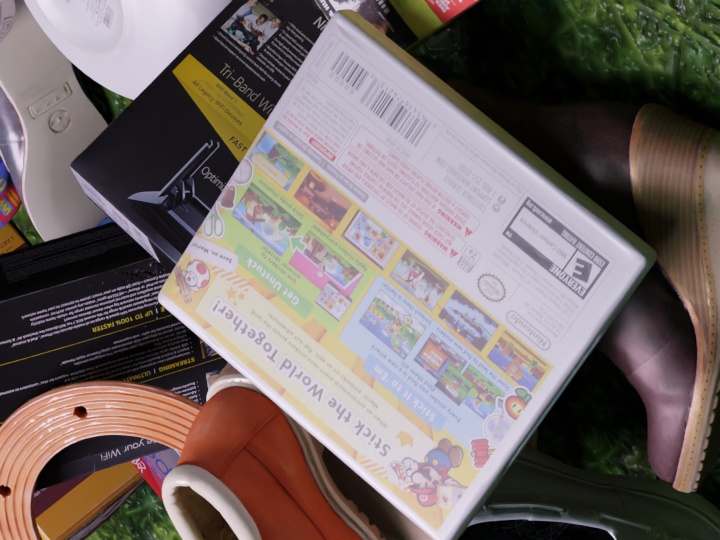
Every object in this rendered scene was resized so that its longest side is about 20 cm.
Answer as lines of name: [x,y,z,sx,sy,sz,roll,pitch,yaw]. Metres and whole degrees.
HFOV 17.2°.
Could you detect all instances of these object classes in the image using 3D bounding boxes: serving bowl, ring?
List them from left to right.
serving bowl: [-0.142,-0.175,1.362,0.200,0.066,0.201,30,141,28]
ring: [-0.133,0.148,1.425,0.199,0.019,0.201,6,122,10]

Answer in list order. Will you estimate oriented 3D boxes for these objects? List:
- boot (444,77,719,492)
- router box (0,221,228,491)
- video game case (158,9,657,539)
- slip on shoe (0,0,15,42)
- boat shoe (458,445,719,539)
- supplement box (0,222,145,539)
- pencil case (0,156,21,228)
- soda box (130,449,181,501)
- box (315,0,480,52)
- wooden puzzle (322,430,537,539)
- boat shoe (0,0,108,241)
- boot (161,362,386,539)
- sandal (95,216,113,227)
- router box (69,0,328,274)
boot: [0.112,0.006,1.193,0.165,0.072,0.201,12,117,21]
router box: [-0.143,0.044,1.446,0.051,0.199,0.150,-122,20,-50]
video game case: [0.018,0.003,1.170,0.200,0.023,0.182,39,110,15]
slip on shoe: [-0.285,-0.208,1.409,0.076,0.061,0.200,-40,81,31]
boat shoe: [0.120,0.147,1.253,0.200,0.072,0.070,20,127,-26]
supplement box: [-0.264,0.113,1.709,0.200,0.133,0.197,50,146,4]
pencil case: [-0.279,-0.088,1.519,0.078,0.087,0.200,51,177,25]
soda box: [-0.106,0.117,1.582,0.200,0.070,0.063,51,146,3]
box: [0.047,-0.166,1.160,0.075,0.050,0.200,56,146,-4]
wooden puzzle: [0.020,0.101,1.340,0.184,0.037,0.201,24,136,24]
boat shoe: [-0.207,-0.099,1.505,0.062,0.071,0.201,32,148,46]
boot: [-0.046,0.160,1.333,0.075,0.107,0.201,-12,119,32]
sandal: [-0.193,0.019,1.506,0.087,0.200,0.080,49,179,45]
router box: [-0.030,-0.041,1.266,0.200,0.157,0.052,42,171,15]
